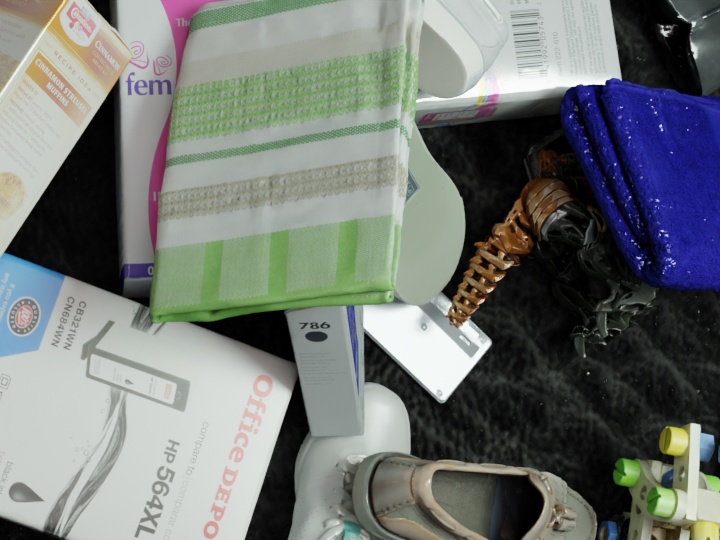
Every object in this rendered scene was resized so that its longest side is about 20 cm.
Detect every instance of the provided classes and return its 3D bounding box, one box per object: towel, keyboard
[{"bbox_3d":[-0.038,-0.067,0.939,0.148,0.031,0.201,-7,62,23],"label":"towel"},{"bbox_3d":[0.000,0.000,1.127,0.200,0.011,0.056,44,79,-8],"label":"keyboard"},{"bbox_3d":[0.226,-0.057,1.105,0.199,0.050,0.148,-1,59,-43],"label":"towel"}]

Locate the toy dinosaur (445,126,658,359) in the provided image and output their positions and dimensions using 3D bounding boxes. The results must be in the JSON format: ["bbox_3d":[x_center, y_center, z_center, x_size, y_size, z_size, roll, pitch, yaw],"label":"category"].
[{"bbox_3d":[0.142,-0.021,1.143,0.200,0.102,0.136,-38,80,1],"label":"toy dinosaur"}]

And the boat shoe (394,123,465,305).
[{"bbox_3d":[0.008,-0.056,1.063,0.070,0.071,0.201,-45,142,-15],"label":"boat shoe"}]

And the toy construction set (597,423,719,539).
[{"bbox_3d":[0.191,0.198,1.096,0.092,0.131,0.201,27,77,-13],"label":"toy construction set"}]

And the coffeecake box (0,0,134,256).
[{"bbox_3d":[-0.250,-0.082,0.985,0.201,0.153,0.073,-59,145,-13],"label":"coffeecake box"}]

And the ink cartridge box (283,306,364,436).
[{"bbox_3d":[-0.021,0.011,1.009,0.039,0.200,0.100,-1,58,2],"label":"ink cartridge box"}]

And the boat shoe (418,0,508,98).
[{"bbox_3d":[0.013,-0.197,1.037,0.200,0.072,0.069,44,55,0],"label":"boat shoe"}]

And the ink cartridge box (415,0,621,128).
[{"bbox_3d":[0.055,-0.171,1.121,0.199,0.085,0.146,-7,85,-17],"label":"ink cartridge box"}]

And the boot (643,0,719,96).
[{"bbox_3d":[0.311,-0.171,1.206,0.199,0.066,0.166,-26,84,-20],"label":"boot"}]

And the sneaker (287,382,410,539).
[{"bbox_3d":[-0.013,0.165,1.063,0.075,0.088,0.201,24,78,-11],"label":"sneaker"}]

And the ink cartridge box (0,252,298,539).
[{"bbox_3d":[-0.154,0.092,1.031,0.199,0.084,0.147,21,79,-13],"label":"ink cartridge box"}]

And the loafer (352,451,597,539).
[{"bbox_3d":[0.086,0.152,1.070,0.199,0.063,0.072,16,70,-39],"label":"loafer"}]

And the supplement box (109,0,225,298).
[{"bbox_3d":[-0.101,-0.089,1.054,0.100,0.103,0.202,-2,83,-10],"label":"supplement box"}]
